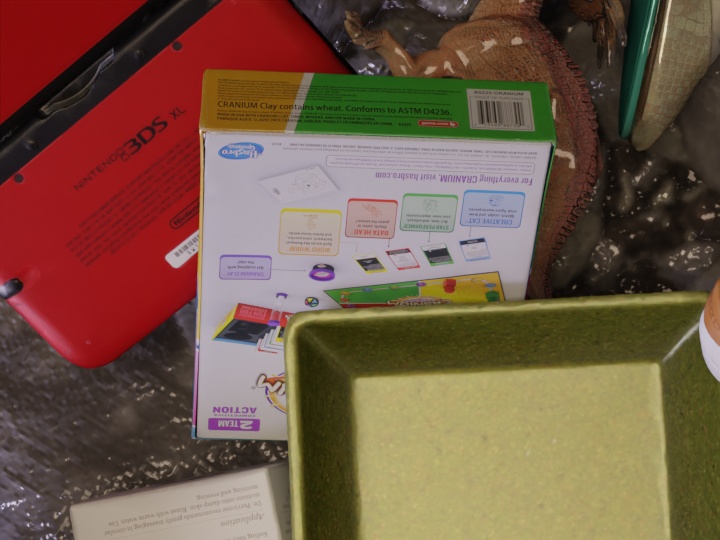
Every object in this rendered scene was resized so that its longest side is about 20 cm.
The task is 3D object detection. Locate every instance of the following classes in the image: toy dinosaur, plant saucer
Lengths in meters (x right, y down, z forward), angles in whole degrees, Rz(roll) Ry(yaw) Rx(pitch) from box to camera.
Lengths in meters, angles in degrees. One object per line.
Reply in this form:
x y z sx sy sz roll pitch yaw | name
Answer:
0.082 -0.079 1.049 0.135 0.086 0.201 -17 83 21 | toy dinosaur
0.069 0.115 1.003 0.199 0.048 0.201 -3 83 1 | plant saucer

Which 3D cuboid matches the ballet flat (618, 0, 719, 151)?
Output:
0.162 -0.155 1.057 0.062 0.067 0.201 5 91 -1 | ballet flat

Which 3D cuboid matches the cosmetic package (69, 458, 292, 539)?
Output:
-0.065 0.200 1.084 0.107 0.085 0.201 -11 87 12 | cosmetic package

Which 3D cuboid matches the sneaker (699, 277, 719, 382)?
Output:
0.241 0.000 0.937 0.200 0.085 0.073 -20 69 2 | sneaker

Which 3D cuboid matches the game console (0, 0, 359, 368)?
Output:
-0.111 -0.085 1.067 0.200 0.119 0.172 -38 111 15 | game console

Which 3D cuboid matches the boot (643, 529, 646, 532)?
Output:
0.059 0.186 1.064 0.155 0.073 0.201 5 88 12 | boot

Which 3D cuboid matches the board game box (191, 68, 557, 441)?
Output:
0.000 0.000 1.015 0.153 0.200 0.040 2 45 -5 | board game box
